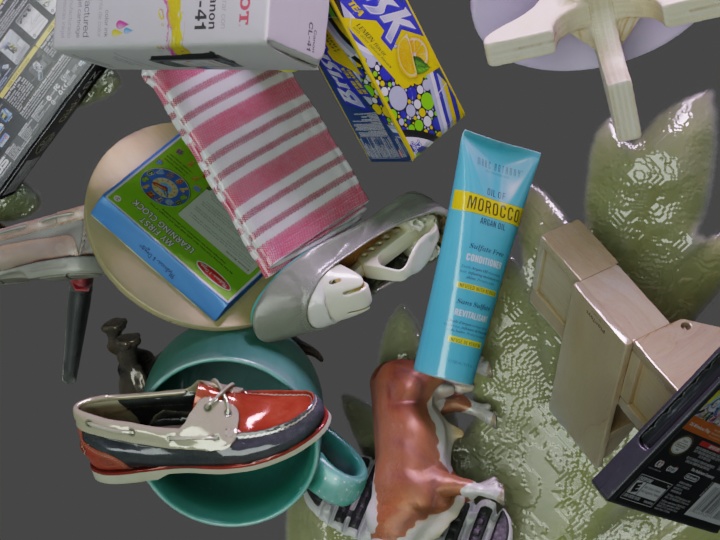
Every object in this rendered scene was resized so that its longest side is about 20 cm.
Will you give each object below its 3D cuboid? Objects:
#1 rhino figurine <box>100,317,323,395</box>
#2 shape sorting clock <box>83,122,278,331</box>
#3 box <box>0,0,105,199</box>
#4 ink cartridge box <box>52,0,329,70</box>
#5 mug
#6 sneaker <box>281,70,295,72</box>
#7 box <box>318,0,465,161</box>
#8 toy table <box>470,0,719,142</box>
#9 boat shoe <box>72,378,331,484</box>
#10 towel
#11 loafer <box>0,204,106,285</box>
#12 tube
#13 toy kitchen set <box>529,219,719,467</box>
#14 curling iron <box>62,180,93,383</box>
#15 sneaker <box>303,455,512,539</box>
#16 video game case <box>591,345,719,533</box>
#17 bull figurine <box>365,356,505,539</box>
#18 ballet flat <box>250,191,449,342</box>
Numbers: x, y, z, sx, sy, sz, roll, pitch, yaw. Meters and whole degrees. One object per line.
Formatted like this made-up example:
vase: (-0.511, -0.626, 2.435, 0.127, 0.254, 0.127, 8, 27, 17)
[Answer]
rhino figurine: (-0.127, 0.082, 1.492, 0.198, 0.060, 0.088, -5, 116, 13)
shape sorting clock: (-0.131, -0.038, 1.417, 0.199, 0.200, 0.039, 38, 139, 4)
box: (-0.316, -0.188, 1.494, 0.161, 0.049, 0.200, 40, 107, 2)
ink cartridge box: (-0.126, -0.229, 1.283, 0.198, 0.085, 0.149, 3, 86, 30)
mug: (-0.097, 0.129, 1.416, 0.151, 0.115, 0.186, -28, 109, 11)
sneaker: (-0.095, -0.259, 1.398, 0.082, 0.074, 0.200, -36, 108, 30)
box: (0.002, -0.189, 1.364, 0.064, 0.070, 0.201, 3, 128, 53)
toy table: (0.185, -0.204, 1.307, 0.199, 0.117, 0.185, -23, 114, 10)
boat shoe: (-0.123, 0.116, 1.313, 0.198, 0.071, 0.063, -9, 115, 12)
towel: (-0.086, -0.105, 1.407, 0.030, 0.146, 0.201, -30, 92, 41)
loafer: (-0.308, -0.020, 1.512, 0.198, 0.072, 0.064, -4, 86, 26)
tube: (0.092, -0.008, 1.403, 0.077, 0.050, 0.202, 14, 89, -33)
toy kitchen set: (0.260, 0.062, 1.399, 0.200, 0.179, 0.164, 52, 153, 33)
curling iron: (-0.240, 0.009, 1.524, 0.049, 0.026, 0.202, 21, 105, 12)
sneaker: (0.040, 0.220, 1.475, 0.199, 0.081, 0.075, 19, 64, 24)
video game case: (0.282, 0.115, 1.278, 0.181, 0.199, 0.026, -48, 55, 14)
bull figurine: (0.057, 0.161, 1.419, 0.120, 0.065, 0.202, -6, 64, 4)
ballet flat: (0.000, 0.000, 1.385, 0.063, 0.199, 0.068, 27, 141, 40)
